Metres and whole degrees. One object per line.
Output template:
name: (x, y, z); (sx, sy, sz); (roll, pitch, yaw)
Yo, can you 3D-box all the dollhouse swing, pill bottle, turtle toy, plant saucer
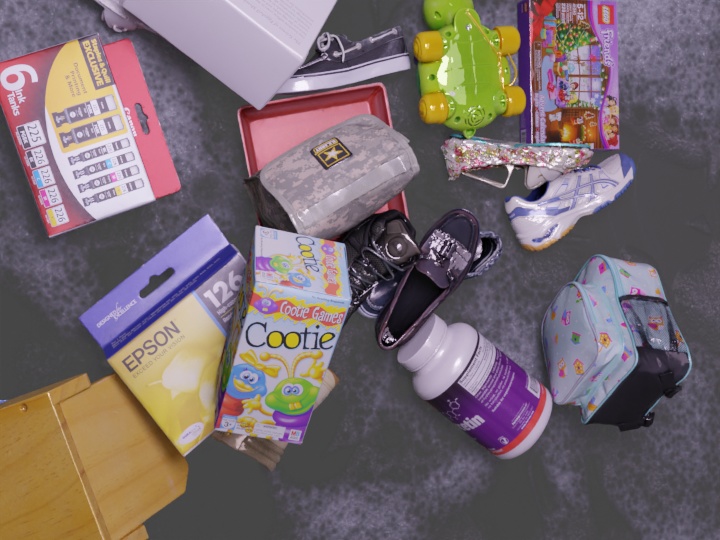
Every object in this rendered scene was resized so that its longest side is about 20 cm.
dollhouse swing: (-0.330, 0.226, 1.269); (0.179, 0.176, 0.203); (-19, 96, 14)
pill bottle: (0.145, 0.146, 1.401); (0.199, 0.112, 0.113); (38, 81, -14)
turtle toy: (0.126, -0.270, 1.390); (0.143, 0.101, 0.204); (-7, 93, -17)
plant saucer: (-0.047, -0.121, 1.373); (0.196, 0.037, 0.204); (-12, 96, -17)

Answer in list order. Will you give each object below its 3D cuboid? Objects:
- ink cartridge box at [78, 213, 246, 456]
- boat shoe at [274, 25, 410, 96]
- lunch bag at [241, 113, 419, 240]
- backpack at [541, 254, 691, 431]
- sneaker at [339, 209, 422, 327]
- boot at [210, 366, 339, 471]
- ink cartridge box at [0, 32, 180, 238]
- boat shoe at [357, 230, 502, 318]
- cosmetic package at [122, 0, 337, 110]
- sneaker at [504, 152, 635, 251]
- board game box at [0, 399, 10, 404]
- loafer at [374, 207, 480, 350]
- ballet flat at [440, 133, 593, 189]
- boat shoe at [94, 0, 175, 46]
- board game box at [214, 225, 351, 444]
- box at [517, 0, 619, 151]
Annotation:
ink cartridge box: (-0.191, 0.074, 1.262); (0.197, 0.047, 0.201); (-39, 102, -7)
boat shoe: (-0.030, -0.265, 1.354); (0.196, 0.073, 0.069); (-16, 100, -16)
lunch bag: (-0.034, -0.100, 1.255); (0.163, 0.200, 0.119); (-29, 100, -14)
backpack: (0.323, 0.083, 1.413); (0.151, 0.177, 0.202); (11, 49, -9)
sneaker: (0.000, 0.000, 1.286); (0.076, 0.114, 0.200); (47, 60, -14)
boot: (-0.143, 0.135, 1.333); (0.199, 0.073, 0.156); (40, 81, -17)
ink cartridge box: (-0.315, -0.161, 1.262); (0.173, 0.084, 0.203); (-21, 97, -16)
boat shoe: (0.085, -0.001, 1.389); (0.198, 0.091, 0.072); (-30, 100, -14)
cosmetic package: (-0.134, -0.336, 1.259); (0.198, 0.123, 0.202); (36, 52, -15)
sneaker: (0.283, -0.113, 1.458); (0.199, 0.075, 0.089); (-36, 100, -15)
board game box: (-0.420, 0.252, 1.263); (0.157, 0.039, 0.203); (-26, 98, -27)
loafer: (0.083, 0.017, 1.330); (0.071, 0.063, 0.201); (33, 105, 0)
ballet flat: (0.202, -0.138, 1.414); (0.196, 0.076, 0.065); (5, 89, 9)
boat shoe: (-0.284, -0.321, 1.281); (0.199, 0.072, 0.069); (35, 108, -25)
board game box: (-0.087, 0.071, 1.166); (0.101, 0.106, 0.202); (11, 122, -13)
box: (0.283, -0.264, 1.472); (0.135, 0.039, 0.204); (-2, 92, -18)
